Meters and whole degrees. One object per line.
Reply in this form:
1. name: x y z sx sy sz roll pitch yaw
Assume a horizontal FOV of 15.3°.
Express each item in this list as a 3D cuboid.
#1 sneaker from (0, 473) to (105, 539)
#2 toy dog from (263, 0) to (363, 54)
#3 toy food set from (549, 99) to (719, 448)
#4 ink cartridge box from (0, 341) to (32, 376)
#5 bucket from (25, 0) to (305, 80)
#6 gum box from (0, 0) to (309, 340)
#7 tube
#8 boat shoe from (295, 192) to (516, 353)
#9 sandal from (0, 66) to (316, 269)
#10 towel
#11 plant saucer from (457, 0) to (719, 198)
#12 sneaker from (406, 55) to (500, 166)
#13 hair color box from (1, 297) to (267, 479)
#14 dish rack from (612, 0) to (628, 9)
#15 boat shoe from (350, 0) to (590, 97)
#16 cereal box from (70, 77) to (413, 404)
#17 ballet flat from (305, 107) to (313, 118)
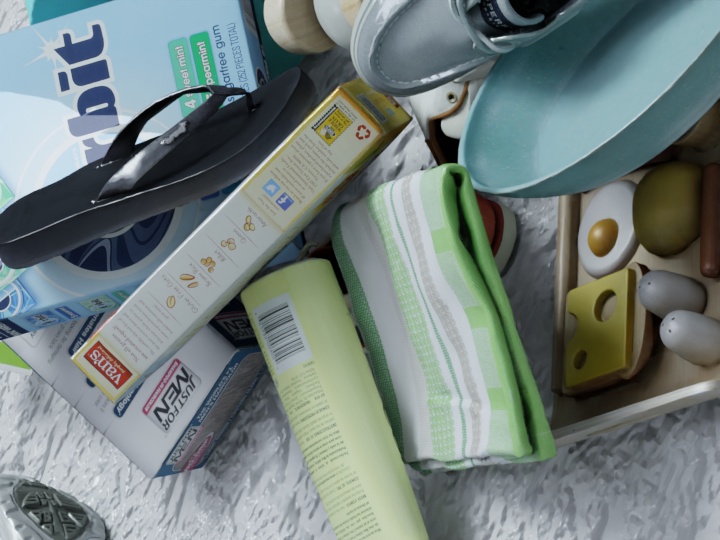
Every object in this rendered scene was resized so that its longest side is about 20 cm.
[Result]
1. sneaker: -0.197 0.204 1.627 0.099 0.078 0.200 -59 33 21
2. toy dog: 0.037 -0.189 1.516 0.200 0.096 0.132 -51 31 0
3. toy food set: 0.125 -0.016 1.296 0.143 0.060 0.200 -24 53 47
4. ink cartridge box: -0.189 -0.026 1.741 0.148 0.076 0.200 8 80 56
5. bucket: -0.114 -0.200 1.621 0.207 0.207 0.135 -40 43 36
6. gum box: -0.145 -0.066 1.535 0.200 0.045 0.170 -15 74 10
7. tube: -0.005 0.094 1.379 0.052 0.058 0.200 -23 78 11
8. boat shoe: 0.000 0.000 1.466 0.200 0.063 0.071 -26 54 48
9. sandal: -0.117 -0.060 1.461 0.200 0.043 0.076 -26 25 7
10. towel: 0.034 0.028 1.308 0.200 0.031 0.149 160 91 -76
11. plant saucer: 0.129 -0.103 1.251 0.200 0.036 0.200 -41 22 21
12. sneaker: 0.071 -0.121 1.387 0.200 0.073 0.085 101 159 -56
13. hair color box: -0.152 0.021 1.586 0.200 0.061 0.100 41 110 20
14. dish rack: 0.165 -0.234 1.374 0.172 0.044 0.200 -38 44 37
15. boat shoe: 0.071 -0.143 1.289 0.201 0.070 0.072 -36 20 25
16. cereal box: -0.060 -0.020 1.408 0.200 0.040 0.144 -44 1 8
17. ballet flat: -0.099 -0.026 1.617 0.200 0.063 0.069 -55 26 20
